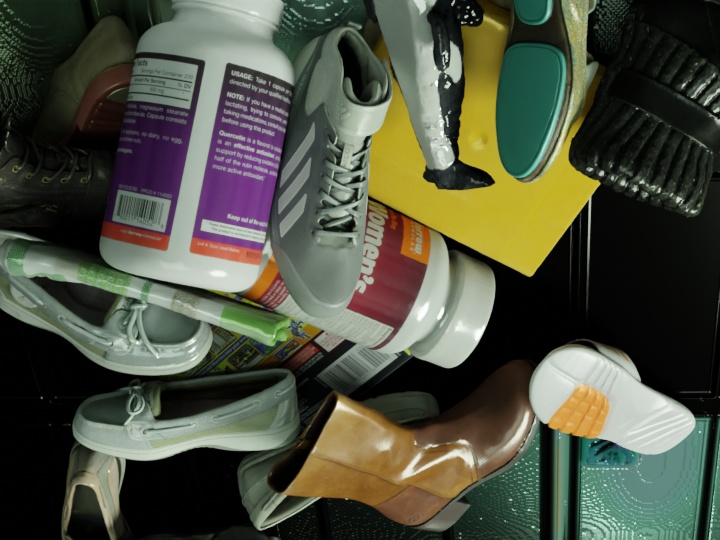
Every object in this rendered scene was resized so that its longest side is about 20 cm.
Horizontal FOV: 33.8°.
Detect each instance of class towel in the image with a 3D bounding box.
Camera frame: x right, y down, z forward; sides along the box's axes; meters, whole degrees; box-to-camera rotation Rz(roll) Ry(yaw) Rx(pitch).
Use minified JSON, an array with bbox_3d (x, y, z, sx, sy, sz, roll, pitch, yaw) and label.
[{"bbox_3d":[-0.151,0.020,0.870,0.198,0.149,0.031,18,90,1],"label":"towel"}]

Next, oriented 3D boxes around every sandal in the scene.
[{"bbox_3d":[0.209,0.105,1.024,0.206,0.059,0.079,28,116,-38],"label":"sandal"}]

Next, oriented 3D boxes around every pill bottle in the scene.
[{"bbox_3d":[0.000,0.000,0.934,0.198,0.110,0.110,22,125,-19],"label":"pill bottle"},{"bbox_3d":[-0.108,-0.092,0.815,0.111,0.112,0.202,12,90,-2],"label":"pill bottle"}]

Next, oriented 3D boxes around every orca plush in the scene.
[{"bbox_3d":[0.062,-0.152,0.798,0.071,0.105,0.202,-26,109,-15],"label":"orca plush"}]

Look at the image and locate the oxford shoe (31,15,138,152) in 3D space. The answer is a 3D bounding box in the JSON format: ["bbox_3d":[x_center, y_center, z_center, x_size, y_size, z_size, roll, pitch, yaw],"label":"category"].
[{"bbox_3d":[-0.217,-0.116,0.921,0.070,0.075,0.200,1,151,-43],"label":"oxford shoe"}]

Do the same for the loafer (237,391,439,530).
[{"bbox_3d":[-0.016,0.171,1.066,0.198,0.070,0.070,-27,145,10],"label":"loafer"}]

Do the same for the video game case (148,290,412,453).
[{"bbox_3d":[-0.083,0.069,1.048,0.180,0.026,0.200,39,121,-20],"label":"video game case"}]

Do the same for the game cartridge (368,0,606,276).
[{"bbox_3d":[0.089,-0.105,0.888,0.198,0.033,0.177,27,124,-9],"label":"game cartridge"}]

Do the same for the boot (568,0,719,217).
[{"bbox_3d":[0.258,-0.107,0.811,0.209,0.079,0.160,18,85,3],"label":"boot"}]

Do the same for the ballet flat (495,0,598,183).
[{"bbox_3d":[0.132,-0.160,0.800,0.070,0.071,0.202,1,107,6],"label":"ballet flat"}]

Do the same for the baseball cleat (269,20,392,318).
[{"bbox_3d":[-0.020,-0.071,0.817,0.069,0.203,0.106,0,173,-23],"label":"baseball cleat"}]

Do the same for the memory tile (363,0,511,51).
[{"bbox_3d":[0.100,-0.212,0.838,0.152,0.017,0.201,22,124,-9],"label":"memory tile"}]

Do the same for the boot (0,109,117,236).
[{"bbox_3d":[-0.216,-0.078,0.850,0.172,0.070,0.200,-2,155,-24],"label":"boot"}]

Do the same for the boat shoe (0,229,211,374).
[{"bbox_3d":[-0.217,0.024,0.974,0.200,0.075,0.065,23,147,10],"label":"boat shoe"}]

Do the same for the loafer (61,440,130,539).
[{"bbox_3d":[-0.268,0.251,1.171,0.071,0.063,0.202,8,125,1],"label":"loafer"}]

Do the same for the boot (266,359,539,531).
[{"bbox_3d":[0.042,0.128,0.996,0.199,0.069,0.189,25,115,-39],"label":"boot"}]

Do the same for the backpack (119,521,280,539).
[{"bbox_3d":[-0.166,0.351,1.184,0.165,0.127,0.201,2,133,-11],"label":"backpack"}]

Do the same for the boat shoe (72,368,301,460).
[{"bbox_3d":[-0.153,0.118,1.035,0.199,0.075,0.065,-1,121,4],"label":"boat shoe"}]
